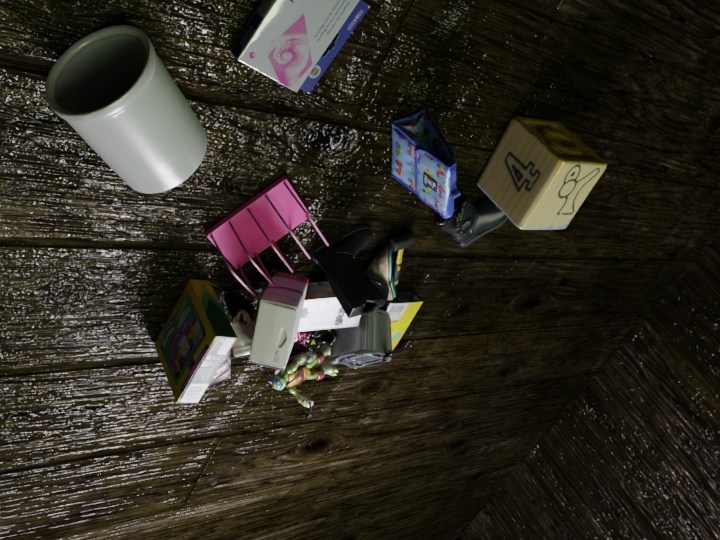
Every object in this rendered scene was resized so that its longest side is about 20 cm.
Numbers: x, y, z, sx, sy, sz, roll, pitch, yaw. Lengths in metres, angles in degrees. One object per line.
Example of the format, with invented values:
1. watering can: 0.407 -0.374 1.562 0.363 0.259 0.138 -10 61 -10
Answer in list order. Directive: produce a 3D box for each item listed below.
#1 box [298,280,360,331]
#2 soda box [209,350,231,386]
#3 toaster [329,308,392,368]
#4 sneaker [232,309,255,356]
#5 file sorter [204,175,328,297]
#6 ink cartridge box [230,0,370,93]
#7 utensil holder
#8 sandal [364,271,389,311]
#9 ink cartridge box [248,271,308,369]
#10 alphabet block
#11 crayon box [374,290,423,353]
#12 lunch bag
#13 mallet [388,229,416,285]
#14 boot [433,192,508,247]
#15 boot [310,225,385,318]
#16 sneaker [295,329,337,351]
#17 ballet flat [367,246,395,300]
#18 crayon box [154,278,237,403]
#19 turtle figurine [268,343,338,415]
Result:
1. box: -0.095 0.085 1.751 0.198 0.060 0.117 -5 135 -17
2. soda box: -0.340 0.178 1.674 0.063 0.071 0.201 -17 140 -25
3. toaster: 0.007 0.174 1.873 0.113 0.131 0.199 16 156 -37
4. sneaker: -0.260 0.130 1.648 0.075 0.089 0.200 -15 -173 -3
5. file sorter: -0.185 -0.061 1.487 0.199 0.126 0.139 -36 146 -2
6. ink cartridge box: -0.092 -0.410 1.242 0.199 0.043 0.197 16 119 -48
7. utensil holder: -0.348 -0.239 1.108 0.169 0.170 0.200 -34 148 -4
8. sandal: 0.036 0.072 1.849 0.201 0.075 0.043 75 36 -55
9. ink cartridge box: -0.175 0.104 1.569 0.084 0.200 0.147 12 107 -3
10. alphabet block: 0.441 -0.236 1.774 0.194 0.197 0.201 -4 134 -40
11. crayon box: 0.075 0.146 2.019 0.126 0.051 0.201 -1 131 -41
12. lunch bag: 0.153 -0.217 1.537 0.093 0.200 0.151 -24 143 -18
13. mallet: 0.090 -0.023 1.855 0.065 0.041 0.201 -17 145 -26
14. boot: 0.293 -0.153 1.842 0.199 0.077 0.168 -37 150 11
15. boot: -0.001 0.000 1.653 0.164 0.200 0.066 -25 144 -16
16. sneaker: -0.138 0.159 1.814 0.199 0.088 0.074 -3 133 -39
17. ballet flat: 0.052 0.014 1.839 0.066 0.069 0.201 -3 141 5
18. crayon box: -0.355 0.150 1.539 0.058 0.173 0.201 9 126 -42
19. turtle figurine: -0.122 0.279 1.896 0.193 0.145 0.199 -27 -174 -42
